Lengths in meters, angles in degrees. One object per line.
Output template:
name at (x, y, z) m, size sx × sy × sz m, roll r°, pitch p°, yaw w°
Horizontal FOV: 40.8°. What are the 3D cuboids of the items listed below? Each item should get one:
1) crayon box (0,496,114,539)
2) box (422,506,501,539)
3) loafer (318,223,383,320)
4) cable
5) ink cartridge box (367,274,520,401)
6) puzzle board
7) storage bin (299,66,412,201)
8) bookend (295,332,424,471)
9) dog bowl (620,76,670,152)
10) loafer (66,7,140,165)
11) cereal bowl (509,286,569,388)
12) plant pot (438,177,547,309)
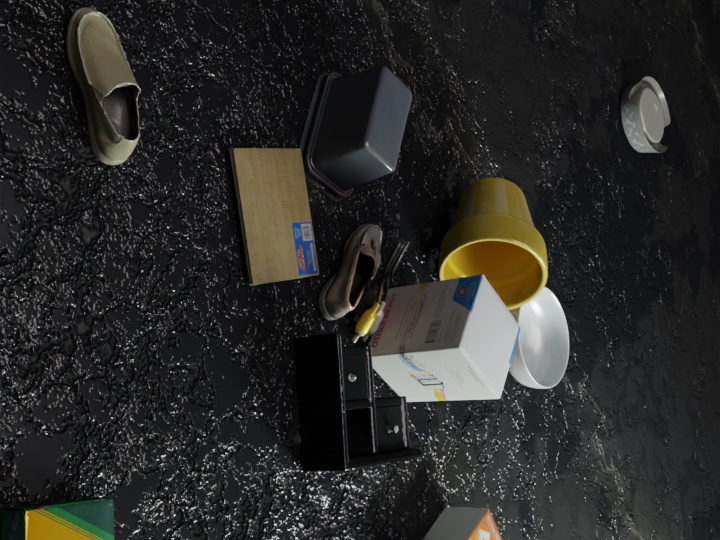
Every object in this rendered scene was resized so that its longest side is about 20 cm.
crayon box at (-0.345, 0.369, 1.108) m, size 0.118 × 0.058 × 0.204 m, roll 6°, pitch 78°, yaw -49°
box at (0.158, 0.515, 1.642) m, size 0.200 × 0.096 × 0.126 m, roll -43°, pitch 114°, yaw -45°
loafer at (0.000, 0.000, 1.583) m, size 0.072 × 0.062 × 0.202 m, roll 52°, pitch 48°, yaw -28°
cable at (0.044, 0.027, 1.564) m, size 0.050 × 0.201 × 0.097 m, roll 37°, pitch 32°, yaw 7°
ink cartridge box at (0.136, 0.118, 1.616) m, size 0.145 × 0.197 × 0.149 m, roll 49°, pitch 49°, yaw -34°
puzzle board at (-0.131, -0.085, 1.483) m, size 0.149 × 0.017 × 0.204 m, roll -8°, pitch 89°, yaw -51°
storage bin at (0.005, -0.227, 1.581) m, size 0.145 × 0.133 × 0.203 m, roll 36°, pitch 58°, yaw -39°
bookend at (0.001, 0.204, 1.522) m, size 0.198 × 0.091 × 0.203 m, roll 6°, pitch 78°, yaw -50°
dog bowl at (0.747, -0.404, 2.546) m, size 0.198 × 0.058 × 0.205 m, roll 13°, pitch 74°, yaw -48°
loafer at (-0.321, -0.241, 1.249) m, size 0.075 × 0.067 × 0.204 m, roll -18°, pitch 96°, yaw -49°
cereal bowl at (0.334, 0.135, 1.934) m, size 0.198 × 0.082 × 0.204 m, roll 14°, pitch 72°, yaw -48°
plant pot at (0.244, -0.060, 1.801) m, size 0.201 × 0.198 × 0.191 m, roll 43°, pitch 36°, yaw -35°
